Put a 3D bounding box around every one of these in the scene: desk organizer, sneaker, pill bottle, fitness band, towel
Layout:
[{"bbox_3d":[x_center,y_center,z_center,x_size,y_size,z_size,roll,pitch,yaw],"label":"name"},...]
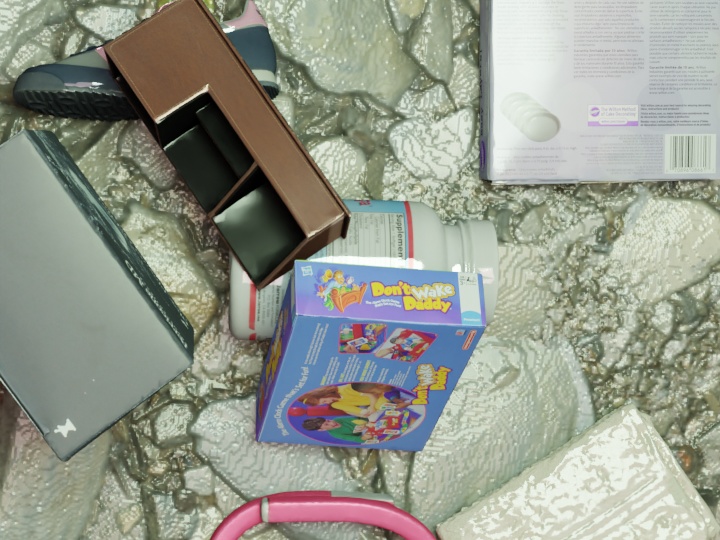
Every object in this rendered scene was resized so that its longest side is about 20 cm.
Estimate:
[{"bbox_3d":[-0.095,-0.091,1.100,0.077,0.072,0.200,-34,82,-9],"label":"desk organizer"},{"bbox_3d":[-0.164,-0.161,1.181,0.199,0.070,0.082,-4,78,-8],"label":"sneaker"},{"bbox_3d":[0.000,0.000,1.180,0.199,0.109,0.109,1,95,-6],"label":"pill bottle"},{"bbox_3d":[-0.028,0.249,1.235,0.199,0.037,0.144,2,95,-4],"label":"fitness band"},{"bbox_3d":[0.173,0.208,1.240,0.200,0.034,0.133,-31,81,-2],"label":"towel"}]

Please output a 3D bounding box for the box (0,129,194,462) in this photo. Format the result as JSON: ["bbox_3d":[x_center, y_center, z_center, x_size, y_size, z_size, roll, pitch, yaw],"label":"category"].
[{"bbox_3d":[-0.219,0.010,1.115,0.117,0.200,0.197,-35,98,-2],"label":"box"}]

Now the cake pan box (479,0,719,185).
[{"bbox_3d":[0.193,-0.161,1.215,0.199,0.052,0.185,-2,97,-5],"label":"cake pan box"}]

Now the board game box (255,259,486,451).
[{"bbox_3d":[0.002,0.068,1.142,0.134,0.200,0.045,5,57,-11],"label":"board game box"}]
